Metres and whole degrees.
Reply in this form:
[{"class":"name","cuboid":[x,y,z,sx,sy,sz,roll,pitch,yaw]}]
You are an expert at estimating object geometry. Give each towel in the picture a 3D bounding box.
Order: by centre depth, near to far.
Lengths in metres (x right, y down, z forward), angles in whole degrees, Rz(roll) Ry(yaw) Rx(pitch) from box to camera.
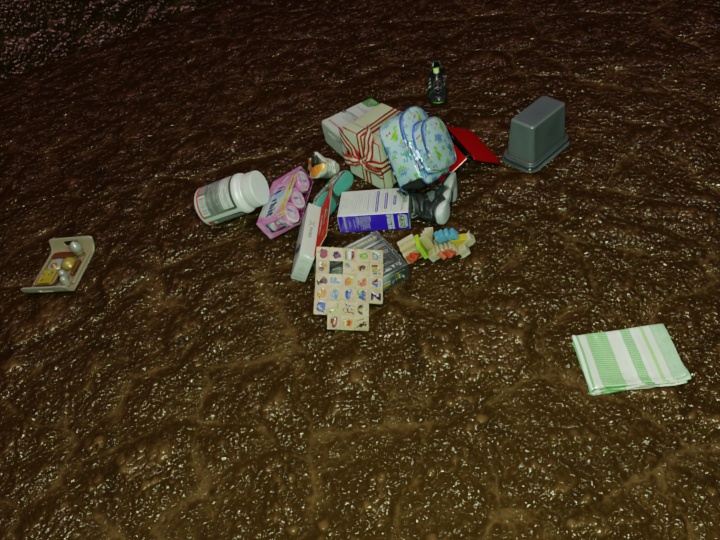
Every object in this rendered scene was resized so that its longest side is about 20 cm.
[{"class":"towel","cuboid":[0.550,0.179,1.287,0.195,0.024,0.154,-9,44,5]}]

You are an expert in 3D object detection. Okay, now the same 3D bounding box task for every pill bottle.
[{"class":"pill bottle","cuboid":[-0.363,-0.209,1.779,0.196,0.115,0.115,-14,40,24]}]

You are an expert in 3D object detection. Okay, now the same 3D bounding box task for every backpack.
[{"class":"backpack","cuboid":[0.157,-0.333,1.674,0.145,0.203,0.182,-23,6,38]}]

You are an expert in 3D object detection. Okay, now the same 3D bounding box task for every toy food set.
[{"class":"toy food set","cuboid":[-0.857,-0.018,1.775,0.140,0.061,0.202,-4,44,9]}]

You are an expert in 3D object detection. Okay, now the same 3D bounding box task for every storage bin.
[{"class":"storage bin","cuboid":[0.502,-0.405,1.802,0.199,0.136,0.145,-36,49,-24]}]

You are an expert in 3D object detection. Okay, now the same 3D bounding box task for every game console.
[{"class":"game console","cuboid":[0.286,-0.342,1.873,0.172,0.118,0.201,-43,43,14]}]

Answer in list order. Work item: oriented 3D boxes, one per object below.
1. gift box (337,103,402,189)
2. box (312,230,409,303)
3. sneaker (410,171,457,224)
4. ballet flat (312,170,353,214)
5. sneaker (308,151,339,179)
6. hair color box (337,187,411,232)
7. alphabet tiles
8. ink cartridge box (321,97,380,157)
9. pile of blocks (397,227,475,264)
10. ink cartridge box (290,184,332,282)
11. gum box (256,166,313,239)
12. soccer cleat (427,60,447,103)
[{"class":"gift box","cuboid":[0.051,-0.371,1.830,0.186,0.202,0.183,-38,44,-23]},{"class":"box","cuboid":[0.000,0.000,1.572,0.197,0.049,0.159,-28,46,-15]},{"class":"sneaker","cuboid":[0.199,-0.205,1.714,0.111,0.076,0.202,4,44,21]},{"class":"ballet flat","cuboid":[-0.092,-0.212,1.804,0.071,0.073,0.201,17,51,27]},{"class":"sneaker","cuboid":[-0.102,-0.305,1.830,0.090,0.078,0.200,0,8,-11]},{"class":"hair color box","cuboid":[0.041,-0.166,1.719,0.195,0.066,0.111,-4,44,12]},{"class":"alphabet tiles","cuboid":[-0.027,0.043,1.489,0.163,0.008,0.204,3,70,-5]},{"class":"ink cartridge box","cuboid":[-0.005,-0.454,2.002,0.197,0.084,0.147,-28,46,-17]},{"class":"pile of blocks","cuboid":[0.193,-0.059,1.564,0.195,0.083,0.063,-10,43,2]},{"class":"ink cartridge box","cuboid":[-0.126,-0.103,1.616,0.044,0.178,0.202,16,43,-12]},{"class":"gum box","cuboid":[-0.212,-0.189,1.765,0.112,0.066,0.202,-23,37,31]},{"class":"soccer cleat","cuboid":[0.258,-0.640,2.130,0.066,0.082,0.202,-5,45,8]}]
